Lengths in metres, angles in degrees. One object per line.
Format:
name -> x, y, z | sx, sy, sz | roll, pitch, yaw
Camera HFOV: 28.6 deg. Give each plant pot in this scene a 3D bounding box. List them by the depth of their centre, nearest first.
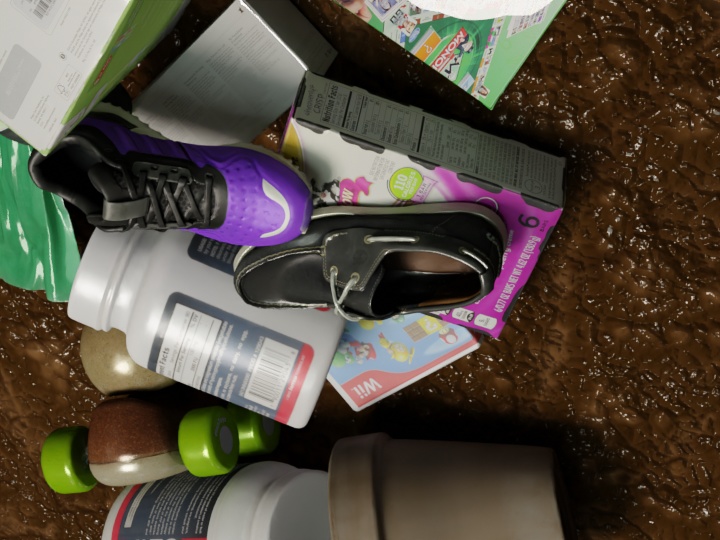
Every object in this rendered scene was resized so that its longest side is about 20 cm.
plant pot -> 0.083, 0.218, 1.125 | 0.171, 0.201, 0.202 | -12, 118, 11

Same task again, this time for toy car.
toy car -> -0.178, 0.071, 1.183 | 0.162, 0.157, 0.203 | -10, 91, 22

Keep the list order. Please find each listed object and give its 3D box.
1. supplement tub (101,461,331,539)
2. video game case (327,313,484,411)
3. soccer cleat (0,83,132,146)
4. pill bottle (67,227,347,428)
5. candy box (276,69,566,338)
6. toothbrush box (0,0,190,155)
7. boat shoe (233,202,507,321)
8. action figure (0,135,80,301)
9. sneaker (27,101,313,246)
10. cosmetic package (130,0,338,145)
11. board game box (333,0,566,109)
supplement tub -> -0.109, 0.234, 1.186 | 0.198, 0.141, 0.141 | -10, 119, 39
video game case -> -0.015, 0.011, 1.118 | 0.142, 0.018, 0.201 | -30, 107, 35
soccer cleat -> -0.253, -0.135, 0.986 | 0.197, 0.069, 0.081 | 11, 156, -20
pill bottle -> -0.113, 0.029, 1.070 | 0.198, 0.120, 0.120 | 22, 129, -2
candy box -> 0.031, -0.044, 1.003 | 0.197, 0.061, 0.137 | 18, 132, -4
toothbrush box -> -0.165, -0.193, 0.927 | 0.086, 0.201, 0.146 | 37, 129, -4
boat shoe -> 0.000, 0.000, 0.962 | 0.197, 0.068, 0.072 | -6, 130, 18
action figure -> -0.269, -0.082, 1.137 | 0.117, 0.055, 0.203 | 11, 118, 29
sneaker -> -0.133, -0.051, 0.937 | 0.197, 0.100, 0.071 | 16, 115, 14
cosmetic package -> -0.112, -0.125, 1.046 | 0.083, 0.051, 0.199 | 44, 128, -14
board game box -> 0.083, -0.218, 0.913 | 0.134, 0.029, 0.201 | 34, 129, -2
